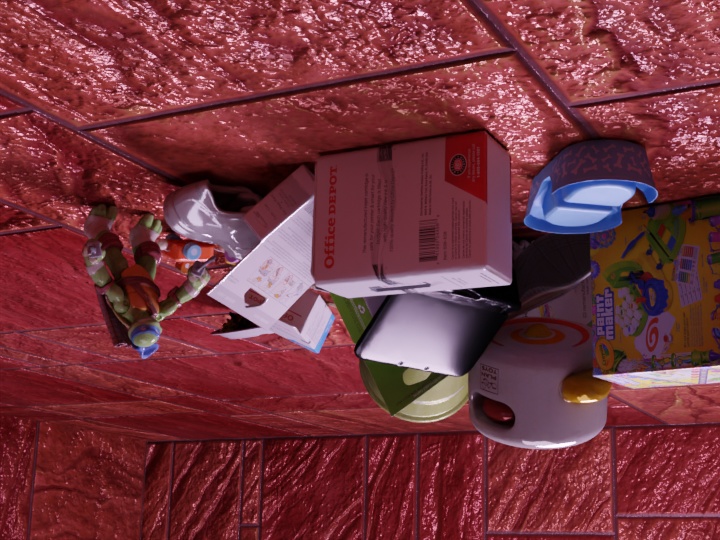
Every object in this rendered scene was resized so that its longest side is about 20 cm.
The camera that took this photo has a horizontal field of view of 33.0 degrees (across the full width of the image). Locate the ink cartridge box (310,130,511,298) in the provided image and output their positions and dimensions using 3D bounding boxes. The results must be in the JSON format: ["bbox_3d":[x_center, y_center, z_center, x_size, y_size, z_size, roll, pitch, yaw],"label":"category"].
[{"bbox_3d":[0.054,-0.054,1.286,0.198,0.146,0.084,-5,165,26],"label":"ink cartridge box"}]

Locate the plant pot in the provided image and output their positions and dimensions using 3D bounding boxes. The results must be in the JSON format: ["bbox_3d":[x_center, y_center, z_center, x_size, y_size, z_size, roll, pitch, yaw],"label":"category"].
[{"bbox_3d":[0.105,0.111,1.913,0.198,0.202,0.190,3,153,-5],"label":"plant pot"}]

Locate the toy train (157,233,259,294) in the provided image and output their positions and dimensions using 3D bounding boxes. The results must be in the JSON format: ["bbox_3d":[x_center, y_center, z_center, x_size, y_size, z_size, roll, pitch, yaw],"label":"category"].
[{"bbox_3d":[-0.169,-0.001,1.587,0.149,0.056,0.199,-1,-166,-40],"label":"toy train"}]

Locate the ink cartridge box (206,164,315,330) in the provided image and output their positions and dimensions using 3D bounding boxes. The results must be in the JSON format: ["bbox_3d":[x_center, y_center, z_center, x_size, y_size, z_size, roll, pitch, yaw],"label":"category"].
[{"bbox_3d":[-0.091,-0.023,1.432,0.176,0.045,0.200,-41,159,2],"label":"ink cartridge box"}]

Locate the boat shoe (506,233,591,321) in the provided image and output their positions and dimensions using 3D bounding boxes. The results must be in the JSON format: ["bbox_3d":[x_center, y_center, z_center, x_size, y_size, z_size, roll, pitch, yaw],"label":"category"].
[{"bbox_3d":[0.227,0.012,1.573,0.201,0.075,0.065,-33,162,5],"label":"boat shoe"}]

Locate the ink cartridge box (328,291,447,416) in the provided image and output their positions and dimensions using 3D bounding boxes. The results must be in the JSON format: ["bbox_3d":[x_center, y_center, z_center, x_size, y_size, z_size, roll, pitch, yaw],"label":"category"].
[{"bbox_3d":[0.065,0.059,1.524,0.147,0.201,0.076,-32,-169,-31],"label":"ink cartridge box"}]

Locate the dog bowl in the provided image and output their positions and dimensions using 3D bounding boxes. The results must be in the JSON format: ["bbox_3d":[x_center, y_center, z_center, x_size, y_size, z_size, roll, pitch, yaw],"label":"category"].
[{"bbox_3d":[0.247,-0.090,1.323,0.110,0.050,0.200,4,165,-10],"label":"dog bowl"}]

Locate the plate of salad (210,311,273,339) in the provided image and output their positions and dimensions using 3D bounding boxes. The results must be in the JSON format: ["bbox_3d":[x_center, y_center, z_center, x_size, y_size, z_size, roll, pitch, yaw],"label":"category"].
[{"bbox_3d":[-0.152,0.077,2.010,0.198,0.049,0.200,-11,-178,0],"label":"plate of salad"}]

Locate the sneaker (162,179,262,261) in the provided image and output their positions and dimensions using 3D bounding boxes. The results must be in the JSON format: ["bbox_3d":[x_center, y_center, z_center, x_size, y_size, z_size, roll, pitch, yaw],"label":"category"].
[{"bbox_3d":[-0.133,-0.062,1.452,0.088,0.076,0.199,-31,150,35],"label":"sneaker"}]

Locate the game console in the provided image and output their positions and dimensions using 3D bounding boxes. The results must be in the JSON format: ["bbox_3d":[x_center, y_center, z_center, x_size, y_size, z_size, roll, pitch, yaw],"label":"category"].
[{"bbox_3d":[0.088,0.019,1.478,0.199,0.178,0.116,14,151,-41],"label":"game console"}]

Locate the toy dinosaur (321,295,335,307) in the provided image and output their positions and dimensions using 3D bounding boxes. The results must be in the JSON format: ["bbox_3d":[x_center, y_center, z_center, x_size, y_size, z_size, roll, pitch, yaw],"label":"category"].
[{"bbox_3d":[0.002,0.047,1.765,0.198,0.059,0.101,-7,165,32],"label":"toy dinosaur"}]

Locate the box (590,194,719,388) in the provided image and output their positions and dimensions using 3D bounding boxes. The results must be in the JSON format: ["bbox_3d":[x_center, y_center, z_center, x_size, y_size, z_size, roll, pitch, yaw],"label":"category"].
[{"bbox_3d":[0.388,0.030,1.469,0.191,0.202,0.122,-8,164,35],"label":"box"}]

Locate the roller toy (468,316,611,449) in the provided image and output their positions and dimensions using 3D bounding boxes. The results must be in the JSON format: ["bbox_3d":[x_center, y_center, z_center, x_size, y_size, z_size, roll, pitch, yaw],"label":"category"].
[{"bbox_3d":[0.230,0.138,1.585,0.180,0.141,0.200,0,-165,7],"label":"roller toy"}]

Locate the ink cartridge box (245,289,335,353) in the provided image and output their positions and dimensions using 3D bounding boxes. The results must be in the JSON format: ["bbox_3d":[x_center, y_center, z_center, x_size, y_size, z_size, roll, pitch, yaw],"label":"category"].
[{"bbox_3d":[-0.113,0.054,1.810,0.115,0.067,0.200,26,170,12],"label":"ink cartridge box"}]

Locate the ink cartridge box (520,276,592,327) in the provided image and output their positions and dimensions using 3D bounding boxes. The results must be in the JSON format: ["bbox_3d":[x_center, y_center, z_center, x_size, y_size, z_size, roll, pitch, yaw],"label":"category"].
[{"bbox_3d":[0.294,0.074,1.753,0.083,0.146,0.199,8,165,-42],"label":"ink cartridge box"}]

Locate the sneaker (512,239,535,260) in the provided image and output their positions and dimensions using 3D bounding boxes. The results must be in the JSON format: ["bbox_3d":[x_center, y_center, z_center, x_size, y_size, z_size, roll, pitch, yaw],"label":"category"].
[{"bbox_3d":[0.180,0.002,1.632,0.198,0.082,0.075,0,164,1],"label":"sneaker"}]

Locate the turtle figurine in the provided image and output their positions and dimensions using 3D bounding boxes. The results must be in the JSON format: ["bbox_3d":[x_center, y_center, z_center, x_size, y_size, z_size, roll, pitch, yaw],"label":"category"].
[{"bbox_3d":[-0.259,-0.019,1.461,0.143,0.195,0.201,-16,133,-13],"label":"turtle figurine"}]

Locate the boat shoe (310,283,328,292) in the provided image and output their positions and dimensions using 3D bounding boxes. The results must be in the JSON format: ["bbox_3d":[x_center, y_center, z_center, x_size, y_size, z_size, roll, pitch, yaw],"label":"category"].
[{"bbox_3d":[0.000,0.000,1.617,0.199,0.073,0.072,11,148,-42],"label":"boat shoe"}]
